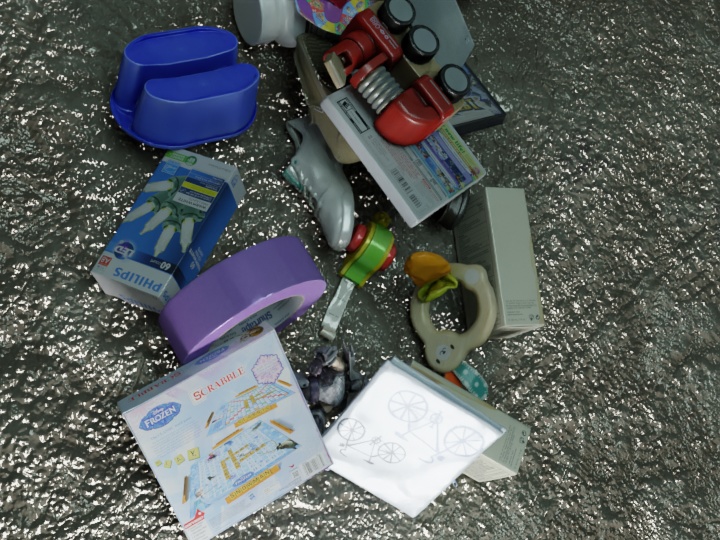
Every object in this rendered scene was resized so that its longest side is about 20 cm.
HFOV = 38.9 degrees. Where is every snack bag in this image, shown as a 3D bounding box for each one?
[{"bbox_3d":[0.055,0.220,1.304,0.188,0.200,0.021,31,29,-15],"label":"snack bag"}]

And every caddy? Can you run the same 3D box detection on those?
[{"bbox_3d":[-0.225,-0.231,1.327,0.198,0.105,0.142,-17,61,-30],"label":"caddy"}]

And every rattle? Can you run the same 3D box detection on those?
[{"bbox_3d":[0.117,0.085,1.373,0.129,0.143,0.202,5,84,6],"label":"rattle"}]

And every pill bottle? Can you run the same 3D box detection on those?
[{"bbox_3d":[-0.071,-0.379,1.435,0.198,0.116,0.117,-16,83,-27],"label":"pill bottle"}]

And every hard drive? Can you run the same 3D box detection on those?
[{"bbox_3d":[0.093,-0.370,1.446,0.201,0.033,0.140,60,41,-30],"label":"hard drive"}]

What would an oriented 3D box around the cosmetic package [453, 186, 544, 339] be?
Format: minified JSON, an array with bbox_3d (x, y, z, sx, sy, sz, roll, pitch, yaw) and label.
[{"bbox_3d":[0.195,-0.008,1.465,0.072,0.103,0.202,1,77,-26],"label":"cosmetic package"}]

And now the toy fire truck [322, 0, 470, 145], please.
[{"bbox_3d":[0.025,-0.237,1.282,0.200,0.129,0.177,-39,90,-34],"label":"toy fire truck"}]

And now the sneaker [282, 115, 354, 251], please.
[{"bbox_3d":[-0.062,-0.119,1.396,0.088,0.075,0.202,0,66,-22],"label":"sneaker"}]

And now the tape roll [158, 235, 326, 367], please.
[{"bbox_3d":[-0.141,0.041,1.230,0.199,0.200,0.066,-26,76,-29],"label":"tape roll"}]

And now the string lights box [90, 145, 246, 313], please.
[{"bbox_3d":[-0.236,-0.050,1.272,0.102,0.059,0.201,18,63,17],"label":"string lights box"}]

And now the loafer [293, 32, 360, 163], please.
[{"bbox_3d":[-0.044,-0.228,1.373,0.075,0.068,0.202,-8,68,-44],"label":"loafer"}]

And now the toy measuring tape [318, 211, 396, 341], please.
[{"bbox_3d":[0.000,0.000,1.388,0.073,0.073,0.201,31,64,-14],"label":"toy measuring tape"}]

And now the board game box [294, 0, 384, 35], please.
[{"bbox_3d":[-0.024,-0.418,1.378,0.157,0.039,0.202,-11,80,-27],"label":"board game box"}]

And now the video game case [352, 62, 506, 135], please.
[{"bbox_3d":[0.086,-0.263,1.486,0.198,0.026,0.181,-17,59,-27],"label":"video game case"}]

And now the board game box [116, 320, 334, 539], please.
[{"bbox_3d":[-0.156,0.194,1.209,0.199,0.041,0.201,-28,113,-16],"label":"board game box"}]

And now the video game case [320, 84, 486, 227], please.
[{"bbox_3d":[0.061,-0.173,1.359,0.201,0.022,0.182,53,45,2],"label":"video game case"}]

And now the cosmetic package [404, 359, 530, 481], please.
[{"bbox_3d":[0.116,0.204,1.368,0.199,0.105,0.072,32,63,-16],"label":"cosmetic package"}]

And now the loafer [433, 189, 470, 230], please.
[{"bbox_3d":[0.108,-0.152,1.487,0.071,0.073,0.202,4,64,-21],"label":"loafer"}]

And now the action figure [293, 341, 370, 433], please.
[{"bbox_3d":[-0.076,0.154,1.297,0.198,0.069,0.132,-4,113,-16],"label":"action figure"}]
